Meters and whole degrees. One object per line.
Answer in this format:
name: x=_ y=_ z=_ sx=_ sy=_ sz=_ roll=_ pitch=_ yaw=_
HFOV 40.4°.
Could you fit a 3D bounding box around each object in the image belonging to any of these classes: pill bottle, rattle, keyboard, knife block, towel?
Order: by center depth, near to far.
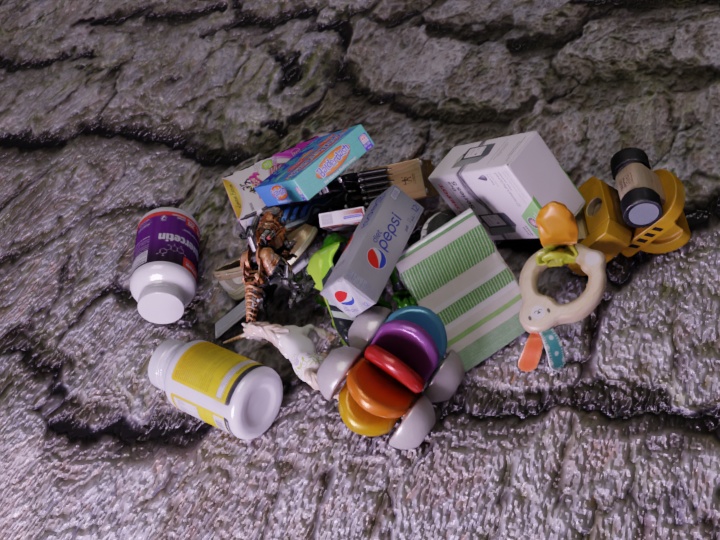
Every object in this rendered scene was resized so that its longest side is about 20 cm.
rattle: x=0.266 y=0.030 z=1.369 sx=0.130 sy=0.143 sz=0.200 roll=28 pitch=74 yaw=15
towel: x=0.156 y=0.028 z=1.446 sx=0.152 sy=0.023 sz=0.200 roll=-32 pitch=87 yaw=-10
pill bottle: x=-0.223 y=0.170 z=1.475 sx=0.200 sy=0.112 sz=0.112 roll=19 pitch=57 yaw=33
keyboard: x=-0.162 y=0.038 z=1.600 sx=0.200 sy=0.011 sz=0.056 roll=-39 pitch=16 yaw=7
knife block: x=0.030 y=-0.137 z=1.627 sx=0.175 sy=0.064 sz=0.200 roll=-11 pitch=2 yaw=15
pill bottle: x=-0.336 y=-0.008 z=1.687 sx=0.112 sy=0.113 sz=0.200 roll=-14 pitch=45 yaw=8

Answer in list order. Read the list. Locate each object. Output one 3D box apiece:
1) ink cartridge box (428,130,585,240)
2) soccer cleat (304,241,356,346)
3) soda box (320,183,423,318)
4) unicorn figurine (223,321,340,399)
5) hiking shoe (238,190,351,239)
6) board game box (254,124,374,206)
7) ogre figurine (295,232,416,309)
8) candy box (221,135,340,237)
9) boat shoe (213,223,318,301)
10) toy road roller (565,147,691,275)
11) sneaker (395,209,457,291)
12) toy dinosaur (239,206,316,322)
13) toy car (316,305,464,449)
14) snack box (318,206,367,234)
ink cartridge box: x=0.222 y=-0.125 z=1.511 sx=0.084 sy=0.146 sz=0.200 roll=-50 pitch=22 yaw=-22
soccer cleat: x=-0.010 y=0.051 z=1.480 sx=0.081 sy=0.067 sz=0.200 roll=-34 pitch=78 yaw=25
soda box: x=0.019 y=-0.030 z=1.428 sx=0.068 sy=0.063 sz=0.200 roll=-35 pitch=21 yaw=51
unicorn figurine: x=-0.092 y=0.121 z=1.461 sx=0.200 sy=0.137 sz=0.074 roll=28 pitch=99 yaw=51
hiking shoe: x=-0.110 y=-0.094 z=1.697 sx=0.200 sy=0.074 sz=0.087 roll=-34 pitch=65 yaw=-13
board game box: x=-0.081 y=-0.173 z=1.642 sx=0.152 sy=0.045 sz=0.200 roll=-41 pitch=17 yaw=-19
ogre figurine: x=0.000 y=0.000 z=1.566 sx=0.199 sy=0.098 sz=0.120 roll=-2 pitch=58 yaw=34
candy box: x=-0.140 y=-0.152 z=1.785 sx=0.199 sy=0.061 sz=0.137 roll=-25 pitch=45 yaw=-3
boat shoe: x=-0.156 y=-0.024 z=1.613 sx=0.200 sy=0.063 sz=0.073 roll=-33 pitch=16 yaw=29
toy road roller: x=0.405 y=-0.072 z=1.483 sx=0.200 sy=0.146 sz=0.123 roll=-42 pitch=33 yaw=36
sneaker: x=0.132 y=-0.038 z=1.540 sx=0.090 sy=0.067 sz=0.200 roll=-16 pitch=23 yaw=35
toy dinosaur: x=-0.148 y=-0.004 z=1.496 sx=0.102 sy=0.136 sz=0.200 roll=10 pitch=54 yaw=37
toy car: x=0.050 y=0.130 z=1.349 sx=0.175 sy=0.150 sz=0.200 roll=33 pitch=56 yaw=8
snack box: x=-0.018 y=-0.081 z=1.591 sx=0.072 sy=0.200 sz=0.024 roll=-10 pitch=88 yaw=6
